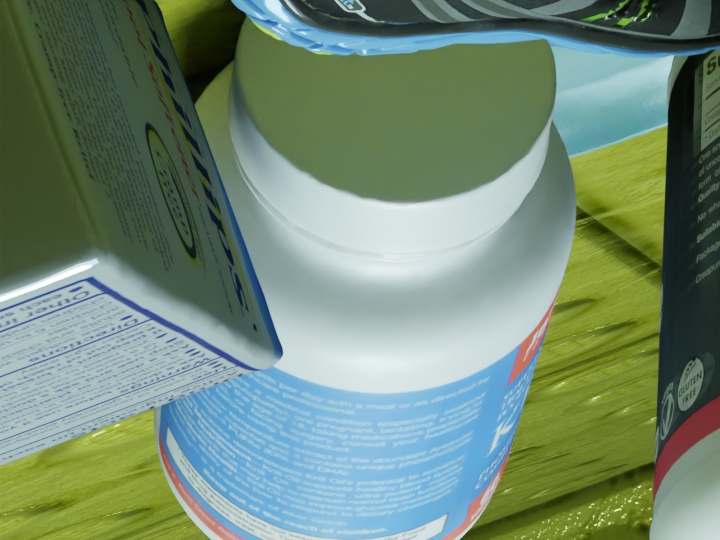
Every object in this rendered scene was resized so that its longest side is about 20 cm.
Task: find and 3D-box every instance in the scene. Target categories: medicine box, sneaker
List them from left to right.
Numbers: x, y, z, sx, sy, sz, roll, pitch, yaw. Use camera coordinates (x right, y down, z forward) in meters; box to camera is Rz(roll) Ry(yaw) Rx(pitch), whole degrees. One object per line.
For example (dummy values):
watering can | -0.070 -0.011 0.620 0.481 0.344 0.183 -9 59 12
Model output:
medicine box | -0.132 -0.003 0.630 0.182 0.103 0.200 -20 171 5
sneaker | 0.059 -0.088 0.630 0.199 0.071 0.083 -10 169 -38

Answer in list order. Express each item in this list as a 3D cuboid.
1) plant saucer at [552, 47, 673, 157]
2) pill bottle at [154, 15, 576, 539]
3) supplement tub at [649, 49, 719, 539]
plant saucer | 0.087 -0.074 0.893 0.200 0.027 0.200 -19 170 -4
pill bottle | 0.000 0.000 0.802 0.112 0.112 0.200 -17 154 -15
supplement tub | 0.146 -0.003 0.722 0.140 0.200 0.140 5 148 3
